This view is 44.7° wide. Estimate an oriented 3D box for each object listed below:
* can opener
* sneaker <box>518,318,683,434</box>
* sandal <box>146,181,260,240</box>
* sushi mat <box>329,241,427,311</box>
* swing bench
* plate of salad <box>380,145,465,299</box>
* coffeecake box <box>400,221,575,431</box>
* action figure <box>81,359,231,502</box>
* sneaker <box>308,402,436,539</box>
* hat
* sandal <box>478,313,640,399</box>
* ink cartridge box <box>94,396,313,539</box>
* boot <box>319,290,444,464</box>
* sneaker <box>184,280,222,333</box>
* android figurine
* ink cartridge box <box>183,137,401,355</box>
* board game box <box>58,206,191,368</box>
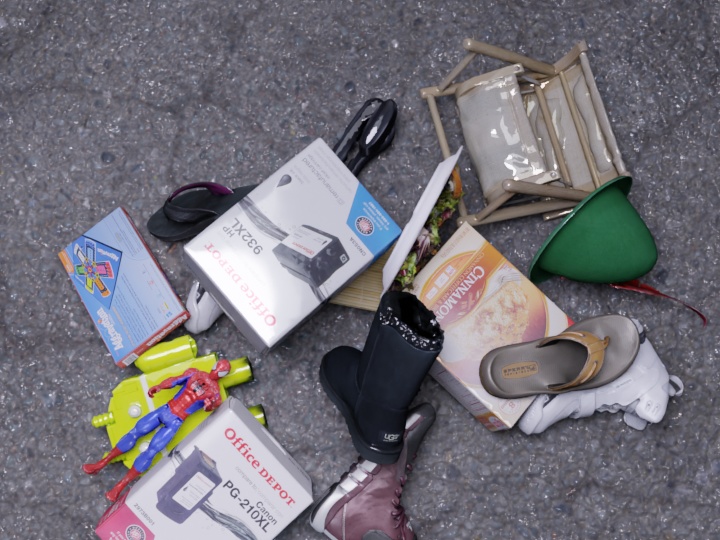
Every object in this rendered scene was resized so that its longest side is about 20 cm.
[{"bbox_3d":[-0.020,-0.140,1.140,0.063,0.079,0.200,36,91,17],"label":"can opener"},{"bbox_3d":[0.292,0.157,1.052,0.200,0.075,0.115,-37,75,-13],"label":"sneaker"},{"bbox_3d":[-0.192,-0.085,1.086,0.200,0.048,0.076,-7,47,32],"label":"sandal"},{"bbox_3d":[0.000,0.000,1.076,0.199,0.012,0.096,12,71,-29],"label":"sushi mat"},{"bbox_3d":[0.208,-0.173,1.108,0.199,0.130,0.200,-5,73,-27],"label":"swing bench"},{"bbox_3d":[0.078,-0.051,1.014,0.048,0.200,0.201,28,77,0],"label":"plate of salad"},{"bbox_3d":[0.143,0.069,1.057,0.200,0.073,0.154,43,73,1],"label":"coffeecake box"},{"bbox_3d":[-0.224,0.169,0.979,0.200,0.099,0.065,-44,82,-9],"label":"action figure"},{"bbox_3d":[0.043,0.259,1.034,0.116,0.076,0.200,45,88,4],"label":"sneaker"},{"bbox_3d":[0.327,0.003,1.030,0.200,0.166,0.176,-29,64,-32],"label":"hat"},{"bbox_3d":[0.233,0.097,0.999,0.199,0.055,0.082,-9,75,-11],"label":"sandal"},{"bbox_3d":[-0.172,0.266,0.992,0.200,0.084,0.145,-42,95,-4],"label":"ink cartridge box"},{"bbox_3d":[0.024,0.093,0.987,0.076,0.200,0.169,9,115,-22],"label":"boot"},{"bbox_3d":[-0.123,0.013,1.081,0.115,0.075,0.200,34,76,9],"label":"sneaker"},{"bbox_3d":[-0.218,0.174,1.049,0.199,0.041,0.183,-15,92,-6],"label":"android figurine"},{"bbox_3d":[-0.077,-0.026,0.980,0.200,0.084,0.145,-41,88,-15],"label":"ink cartridge box"},{"bbox_3d":[-0.293,0.017,1.075,0.103,0.019,0.200,-37,57,-3],"label":"board game box"}]
